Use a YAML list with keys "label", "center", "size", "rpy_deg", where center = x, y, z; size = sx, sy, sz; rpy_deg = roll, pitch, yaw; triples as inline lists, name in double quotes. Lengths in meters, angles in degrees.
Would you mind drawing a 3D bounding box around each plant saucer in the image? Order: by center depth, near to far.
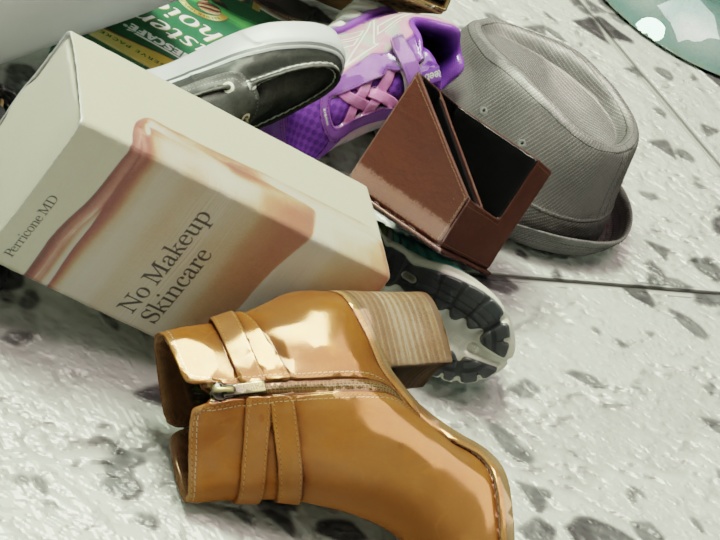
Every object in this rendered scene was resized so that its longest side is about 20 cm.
- label: "plant saucer"
  center: [0.279, -0.222, 2.158]
  size: [0.200, 0.039, 0.201]
  rpy_deg: [21, 30, -13]

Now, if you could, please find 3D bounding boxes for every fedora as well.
- label: "fedora"
  center: [0.106, -0.100, 1.752]
  size: [0.177, 0.091, 0.200]
  rpy_deg: [-10, 46, -49]

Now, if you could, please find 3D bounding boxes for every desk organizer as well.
- label: "desk organizer"
  center: [0.054, -0.054, 1.565]
  size: [0.072, 0.077, 0.200]
  rpy_deg: [34, 3, 11]

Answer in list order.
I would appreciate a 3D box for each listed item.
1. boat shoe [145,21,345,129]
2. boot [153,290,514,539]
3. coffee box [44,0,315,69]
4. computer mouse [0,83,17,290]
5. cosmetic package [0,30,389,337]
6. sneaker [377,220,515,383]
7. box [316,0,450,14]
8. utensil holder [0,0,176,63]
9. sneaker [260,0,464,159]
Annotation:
- label: "boat shoe"
  center: [-0.096, -0.087, 1.535]
  size: [0.199, 0.069, 0.057]
  rpy_deg: [-18, 57, -16]
- label: "boot"
  center: [-0.013, 0.101, 1.343]
  size: [0.155, 0.077, 0.201]
  rpy_deg: [-7, 70, -25]
- label: "coffee box"
  center: [-0.111, -0.146, 1.683]
  size: [0.123, 0.044, 0.200]
  rpy_deg: [30, 29, 2]
- label: "computer mouse"
  center: [-0.207, -0.038, 1.425]
  size: [0.058, 0.034, 0.200]
  rpy_deg: [32, 30, -15]
- label: "cosmetic package"
  center: [-0.095, -0.027, 1.408]
  size: [0.199, 0.103, 0.087]
  rpy_deg: [26, 29, -28]
- label: "sneaker"
  center: [0.000, 0.000, 1.540]
  size: [0.200, 0.078, 0.080]
  rpy_deg: [34, 11, -2]
- label: "box"
  center: [-0.046, -0.208, 1.755]
  size: [0.163, 0.021, 0.200]
  rpy_deg: [22, -1, -21]
- label: "utensil holder"
  center: [-0.190, -0.211, 1.533]
  size: [0.199, 0.170, 0.170]
  rpy_deg: [-22, 54, -33]
- label: "sneaker"
  center: [0.000, -0.117, 1.658]
  size: [0.088, 0.081, 0.200]
  rpy_deg: [7, 26, 29]
